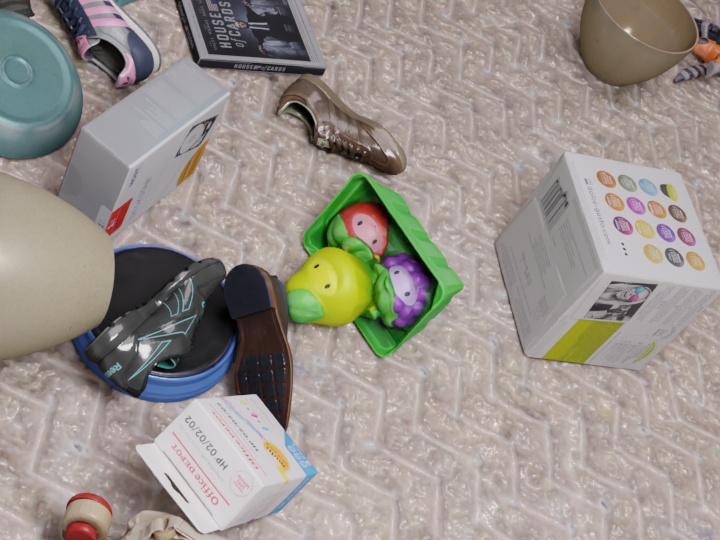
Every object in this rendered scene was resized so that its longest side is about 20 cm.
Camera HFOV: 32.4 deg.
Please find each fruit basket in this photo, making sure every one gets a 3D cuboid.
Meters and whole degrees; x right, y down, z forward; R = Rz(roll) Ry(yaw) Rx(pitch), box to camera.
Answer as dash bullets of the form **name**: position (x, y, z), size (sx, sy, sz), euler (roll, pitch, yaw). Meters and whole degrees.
- **fruit basket**: position (0.000, 0.000, 1.523), size (0.214, 0.156, 0.217), euler (31, 32, -21)

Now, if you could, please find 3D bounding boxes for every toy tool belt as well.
- **toy tool belt**: position (-0.202, 0.297, 1.173), size (0.198, 0.125, 0.123), euler (24, 37, -8)

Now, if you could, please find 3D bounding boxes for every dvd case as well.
- **dvd case**: position (-0.160, -0.347, 1.794), size (0.198, 0.025, 0.151), euler (0, 54, -30)

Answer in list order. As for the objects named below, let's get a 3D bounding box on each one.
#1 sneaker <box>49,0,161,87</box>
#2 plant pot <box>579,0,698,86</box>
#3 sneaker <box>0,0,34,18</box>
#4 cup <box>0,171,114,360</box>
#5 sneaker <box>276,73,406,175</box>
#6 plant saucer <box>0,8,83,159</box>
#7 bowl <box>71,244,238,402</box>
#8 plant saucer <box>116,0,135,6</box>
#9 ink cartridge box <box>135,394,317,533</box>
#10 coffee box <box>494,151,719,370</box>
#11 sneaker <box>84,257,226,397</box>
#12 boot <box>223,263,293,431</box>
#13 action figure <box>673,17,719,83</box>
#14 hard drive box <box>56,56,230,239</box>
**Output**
- **sneaker**: position (-0.356, -0.322, 1.628), size (0.200, 0.070, 0.082), euler (40, 44, 3)
- **plant pot**: position (0.447, -0.390, 2.084), size (0.198, 0.135, 0.202), euler (15, 48, -17)
- **sneaker**: position (-0.459, -0.338, 1.600), size (0.083, 0.077, 0.201), euler (36, 48, -19)
- **cup**: position (-0.339, 0.002, 1.290), size (0.142, 0.201, 0.202), euler (7, 51, -28)
- **sneaker**: position (-0.029, -0.185, 1.716), size (0.199, 0.071, 0.076), euler (39, 64, 10)
- **plant saucer**: position (-0.422, -0.236, 1.505), size (0.199, 0.036, 0.202), euler (17, 61, -33)
- **bowl**: position (-0.231, 0.054, 1.413), size (0.199, 0.039, 0.202), euler (15, 48, -18)
- **plant saucer**: position (-0.386, -0.453, 1.762), size (0.200, 0.019, 0.070), euler (43, 46, 10)
- **ink cartridge box**: position (-0.132, 0.193, 1.262), size (0.115, 0.068, 0.200), euler (48, 11, 14)
- **coffee box**: position (0.327, -0.009, 1.658), size (0.196, 0.200, 0.201), euler (8, 51, -24)
- **sneaker**: position (-0.211, 0.060, 1.355), size (0.079, 0.075, 0.200), euler (50, 53, -2)
- **boot**: position (-0.101, 0.092, 1.424), size (0.097, 0.074, 0.202), euler (3, 79, -73)
- **action figure**: position (0.625, -0.394, 2.240), size (0.192, 0.106, 0.200), euler (-6, 30, -40)
- **hard drive box**: position (-0.262, -0.141, 1.476), size (0.077, 0.156, 0.200), euler (39, 46, 5)
